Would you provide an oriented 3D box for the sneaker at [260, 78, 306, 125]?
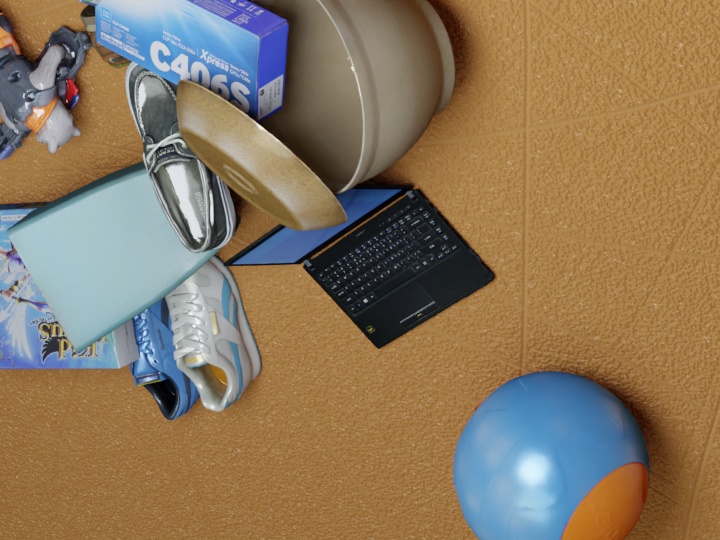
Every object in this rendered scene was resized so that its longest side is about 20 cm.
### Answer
[{"bbox_3d":[-0.123,-0.162,1.689,0.199,0.080,0.089,3,112,23],"label":"sneaker"}]

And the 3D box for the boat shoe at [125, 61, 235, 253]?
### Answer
[{"bbox_3d":[-0.173,-0.112,1.639,0.072,0.071,0.201,-22,98,15],"label":"boat shoe"}]

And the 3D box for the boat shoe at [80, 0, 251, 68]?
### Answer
[{"bbox_3d":[-0.179,-0.238,1.663,0.199,0.072,0.068,2,126,34],"label":"boat shoe"}]

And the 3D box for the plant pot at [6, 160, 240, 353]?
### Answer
[{"bbox_3d":[-0.231,-0.038,1.746,0.199,0.141,0.142,-29,99,4],"label":"plant pot"}]

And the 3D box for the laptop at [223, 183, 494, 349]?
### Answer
[{"bbox_3d":[0.000,0.000,1.729,0.177,0.103,0.200,-32,107,37],"label":"laptop"}]

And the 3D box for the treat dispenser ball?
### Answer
[{"bbox_3d":[0.193,0.203,1.729,0.199,0.201,0.202,11,127,15],"label":"treat dispenser ball"}]

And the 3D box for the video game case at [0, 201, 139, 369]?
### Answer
[{"bbox_3d":[-0.350,0.017,1.886,0.198,0.045,0.183,-2,103,26],"label":"video game case"}]

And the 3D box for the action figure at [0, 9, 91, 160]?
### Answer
[{"bbox_3d":[-0.374,-0.187,1.758,0.193,0.105,0.200,39,127,5],"label":"action figure"}]

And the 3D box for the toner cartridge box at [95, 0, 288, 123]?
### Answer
[{"bbox_3d":[-0.157,-0.218,1.561,0.199,0.043,0.096,29,133,25],"label":"toner cartridge box"}]

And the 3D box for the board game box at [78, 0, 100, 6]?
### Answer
[{"bbox_3d":[-0.215,-0.350,1.476,0.200,0.034,0.136,-45,79,14],"label":"board game box"}]

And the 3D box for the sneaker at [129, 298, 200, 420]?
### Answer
[{"bbox_3d":[-0.234,0.075,1.899,0.066,0.079,0.201,-9,118,30],"label":"sneaker"}]

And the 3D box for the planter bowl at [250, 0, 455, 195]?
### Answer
[{"bbox_3d":[0.001,-0.183,1.555,0.200,0.134,0.202,37,137,45],"label":"planter bowl"}]

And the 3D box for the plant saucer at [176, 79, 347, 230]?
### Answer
[{"bbox_3d":[-0.100,-0.095,1.559,0.200,0.036,0.200,38,171,7],"label":"plant saucer"}]

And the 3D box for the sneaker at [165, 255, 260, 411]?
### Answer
[{"bbox_3d":[-0.172,0.059,1.858,0.076,0.081,0.201,-10,118,30],"label":"sneaker"}]
